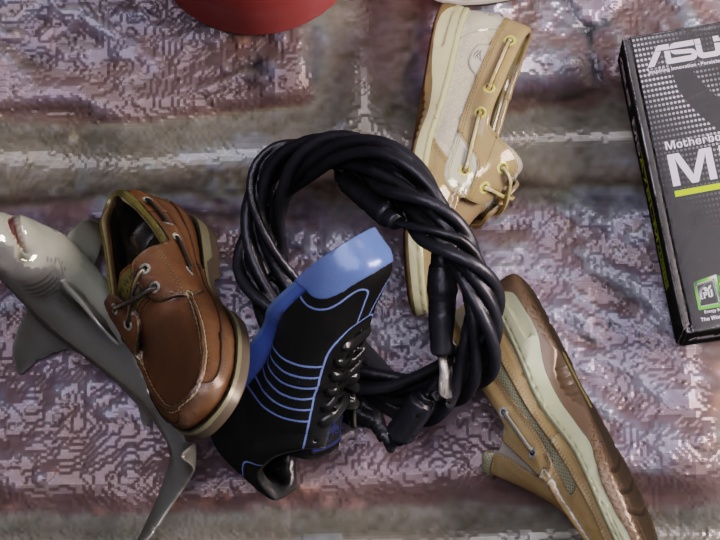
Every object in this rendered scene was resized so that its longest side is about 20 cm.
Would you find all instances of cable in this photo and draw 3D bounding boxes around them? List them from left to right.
[{"bbox_3d":[0.000,0.000,1.465,0.051,0.163,0.200,-20,69,-43],"label":"cable"}]

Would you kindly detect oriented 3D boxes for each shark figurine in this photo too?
[{"bbox_3d":[-0.167,0.055,1.502,0.089,0.128,0.215,-35,94,18],"label":"shark figurine"}]

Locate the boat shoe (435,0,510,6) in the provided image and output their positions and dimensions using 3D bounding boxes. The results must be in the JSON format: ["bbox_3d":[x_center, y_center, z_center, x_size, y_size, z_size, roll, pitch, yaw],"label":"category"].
[{"bbox_3d":[0.126,-0.220,1.575,0.200,0.057,0.067,-25,95,-1],"label":"boat shoe"}]

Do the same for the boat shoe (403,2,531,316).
[{"bbox_3d":[0.066,-0.068,1.517,0.066,0.074,0.201,6,76,7],"label":"boat shoe"}]

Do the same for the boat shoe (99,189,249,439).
[{"bbox_3d":[-0.118,0.023,1.447,0.068,0.200,0.072,35,106,-30],"label":"boat shoe"}]

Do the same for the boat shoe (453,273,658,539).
[{"bbox_3d":[0.108,0.104,1.479,0.076,0.072,0.200,-29,68,8],"label":"boat shoe"}]

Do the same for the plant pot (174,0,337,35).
[{"bbox_3d":[-0.068,-0.241,1.515,0.200,0.177,0.201,-1,74,2],"label":"plant pot"}]

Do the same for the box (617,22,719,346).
[{"bbox_3d":[0.273,-0.064,1.525,0.199,0.048,0.194,-9,77,-1],"label":"box"}]

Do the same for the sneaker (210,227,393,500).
[{"bbox_3d":[-0.024,0.056,1.438,0.078,0.200,0.070,49,45,11],"label":"sneaker"}]
